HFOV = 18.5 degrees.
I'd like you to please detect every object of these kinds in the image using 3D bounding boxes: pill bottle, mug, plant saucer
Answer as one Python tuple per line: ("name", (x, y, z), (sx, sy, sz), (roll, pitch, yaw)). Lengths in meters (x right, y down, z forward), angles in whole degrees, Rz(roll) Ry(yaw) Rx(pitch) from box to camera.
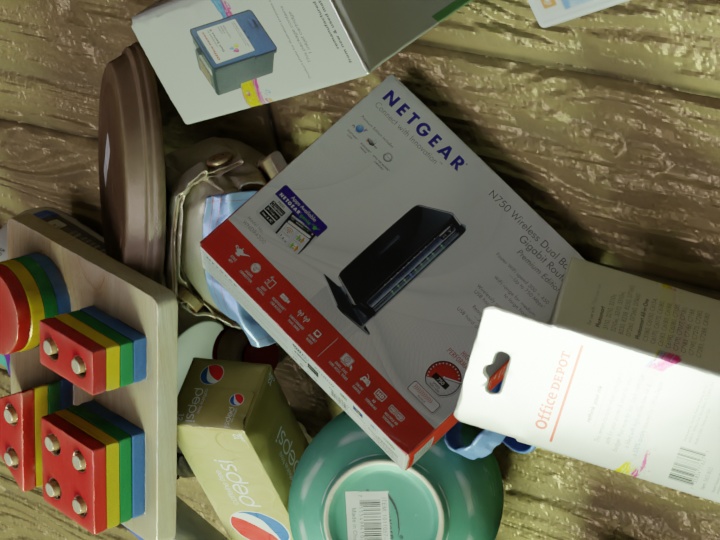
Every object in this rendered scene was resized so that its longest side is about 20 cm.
("pill bottle", (-0.211, 0.038, 1.817), (0.200, 0.114, 0.114), (31, 138, 29))
("mug", (0.036, 0.181, 1.596), (0.185, 0.114, 0.152), (41, 98, 4))
("plant saucer", (-0.174, -0.071, 1.665), (0.200, 0.029, 0.201), (177, 90, -77))

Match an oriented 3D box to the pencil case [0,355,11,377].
("pencil case", (-0.341, 0.020, 1.969), (0.200, 0.085, 0.093), (36, 124, 24))

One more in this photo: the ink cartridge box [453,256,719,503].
("ink cartridge box", (0.170, 0.066, 1.392), (0.200, 0.068, 0.115), (17, 135, 4))

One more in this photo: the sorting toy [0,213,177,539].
("sorting toy", (-0.223, 0.085, 1.651), (0.199, 0.070, 0.200), (26, 123, 44))

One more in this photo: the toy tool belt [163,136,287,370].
("toy tool belt", (-0.075, 0.001, 1.627), (0.123, 0.125, 0.200), (13, 121, 47))

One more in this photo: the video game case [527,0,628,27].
("video game case", (0.137, -0.245, 1.284), (0.200, 0.022, 0.182), (-13, 109, 51))

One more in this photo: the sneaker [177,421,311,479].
("sneaker", (-0.120, 0.131, 1.831), (0.200, 0.075, 0.081), (-3, 107, 48))

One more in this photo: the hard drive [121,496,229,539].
("hard drive", (-0.166, 0.198, 1.794), (0.200, 0.025, 0.132), (36, -178, 26))

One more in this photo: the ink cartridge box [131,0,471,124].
("ink cartridge box", (-0.029, -0.176, 1.418), (0.200, 0.145, 0.088), (-8, 114, 49))

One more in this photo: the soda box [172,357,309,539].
("soda box", (-0.078, 0.153, 1.692), (0.068, 0.064, 0.200), (3, 142, 23))

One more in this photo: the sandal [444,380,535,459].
("sandal", (0.072, 0.051, 1.539), (0.079, 0.087, 0.200), (-22, 100, 54))

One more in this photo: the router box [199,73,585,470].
("router box", (0.024, -0.001, 1.469), (0.200, 0.179, 0.049), (44, 167, 12))
